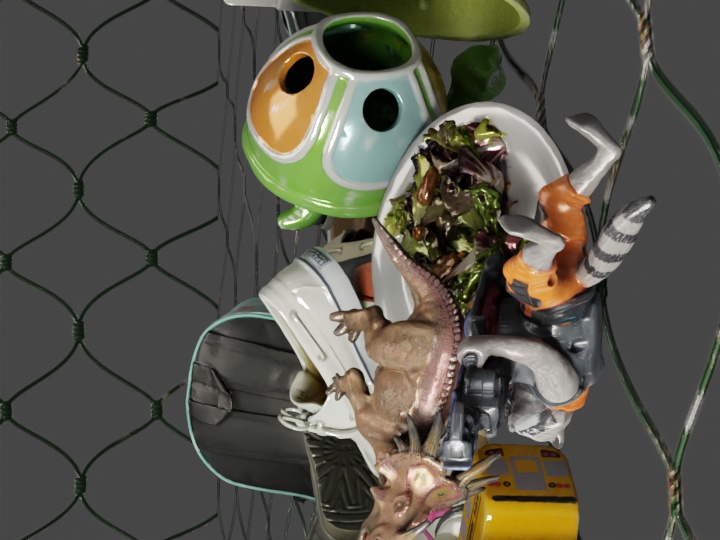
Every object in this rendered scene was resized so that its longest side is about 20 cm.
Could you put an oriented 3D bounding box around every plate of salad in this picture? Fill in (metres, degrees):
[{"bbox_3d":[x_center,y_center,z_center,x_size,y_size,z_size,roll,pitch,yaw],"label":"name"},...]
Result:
[{"bbox_3d":[0.067,-0.015,1.514,0.200,0.048,0.201,-10,77,49],"label":"plate of salad"}]

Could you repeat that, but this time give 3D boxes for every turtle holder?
[{"bbox_3d":[0.011,-0.112,1.626,0.141,0.184,0.132,-85,8,-46],"label":"turtle holder"}]

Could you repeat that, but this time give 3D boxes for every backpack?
[{"bbox_3d":[-0.044,0.104,1.931,0.153,0.199,0.177,-65,-21,-72],"label":"backpack"}]

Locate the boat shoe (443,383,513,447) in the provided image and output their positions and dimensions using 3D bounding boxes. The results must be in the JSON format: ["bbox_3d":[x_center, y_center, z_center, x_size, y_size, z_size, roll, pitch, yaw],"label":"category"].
[{"bbox_3d":[0.087,0.043,1.598,0.072,0.072,0.200,-50,15,24],"label":"boat shoe"}]

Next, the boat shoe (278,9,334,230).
[{"bbox_3d":[-0.042,-0.134,1.818,0.073,0.061,0.201,177,94,-80],"label":"boat shoe"}]

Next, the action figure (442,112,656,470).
[{"bbox_3d":[0.110,0.035,1.332,0.200,0.104,0.194,-72,-11,-48],"label":"action figure"}]

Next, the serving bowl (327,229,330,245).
[{"bbox_3d":[0.008,-0.041,2.048,0.200,0.065,0.201,-178,90,-80],"label":"serving bowl"}]

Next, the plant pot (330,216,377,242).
[{"bbox_3d":[0.033,-0.080,1.821,0.201,0.092,0.202,-178,90,-80],"label":"plant pot"}]

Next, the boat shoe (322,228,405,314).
[{"bbox_3d":[0.000,0.000,1.684,0.200,0.071,0.063,-170,91,-71],"label":"boat shoe"}]

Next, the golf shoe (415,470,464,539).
[{"bbox_3d":[0.068,0.178,1.645,0.200,0.072,0.093,-178,93,-72],"label":"golf shoe"}]

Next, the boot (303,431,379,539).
[{"bbox_3d":[-0.020,0.211,1.765,0.182,0.072,0.201,-85,-1,-47],"label":"boot"}]

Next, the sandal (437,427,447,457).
[{"bbox_3d":[0.059,0.111,1.735,0.079,0.059,0.207,61,179,21],"label":"sandal"}]

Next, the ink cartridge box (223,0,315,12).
[{"bbox_3d":[-0.006,-0.265,1.759,0.067,0.199,0.117,120,149,-71],"label":"ink cartridge box"}]

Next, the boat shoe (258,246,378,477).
[{"bbox_3d":[-0.024,0.087,1.616,0.075,0.086,0.203,33,150,53],"label":"boat shoe"}]

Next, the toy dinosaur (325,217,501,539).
[{"bbox_3d":[0.039,0.073,1.412,0.135,0.085,0.201,-148,62,-68],"label":"toy dinosaur"}]

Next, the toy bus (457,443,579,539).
[{"bbox_3d":[0.094,0.216,1.484,0.078,0.065,0.201,-102,16,-54],"label":"toy bus"}]

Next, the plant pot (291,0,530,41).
[{"bbox_3d":[0.040,-0.281,1.600,0.200,0.199,0.185,149,133,-79],"label":"plant pot"}]
